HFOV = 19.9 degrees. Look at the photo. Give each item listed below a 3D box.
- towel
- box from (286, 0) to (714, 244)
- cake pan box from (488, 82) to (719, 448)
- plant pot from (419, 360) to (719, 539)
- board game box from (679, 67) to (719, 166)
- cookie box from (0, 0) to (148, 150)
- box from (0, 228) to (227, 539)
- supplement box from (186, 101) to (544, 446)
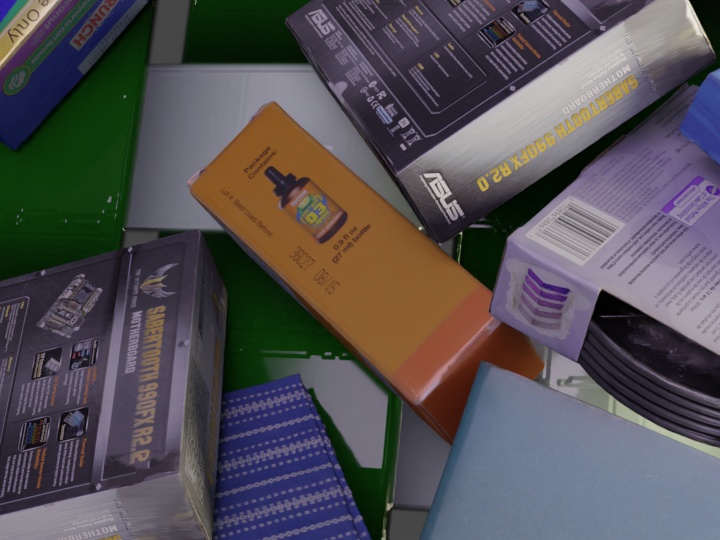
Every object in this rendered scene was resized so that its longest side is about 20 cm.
[{"bbox_3d":[-0.072,0.127,0.980,0.144,0.024,0.200,-15,32,-6],"label":"towel"},{"bbox_3d":[0.062,-0.116,1.024,0.158,0.048,0.200,-34,34,0],"label":"box"},{"bbox_3d":[0.183,0.005,0.954,0.183,0.053,0.200,28,40,21],"label":"cake pan box"},{"bbox_3d":[0.094,0.169,0.938,0.141,0.141,0.201,21,85,20],"label":"plant pot"},{"bbox_3d":[0.286,-0.050,0.956,0.199,0.043,0.199,-29,64,-35],"label":"board game box"},{"bbox_3d":[-0.217,-0.199,1.167,0.200,0.075,0.171,39,84,21],"label":"cookie box"},{"bbox_3d":[-0.150,0.071,1.021,0.157,0.049,0.201,-14,35,8],"label":"box"},{"bbox_3d":[0.000,0.000,1.031,0.067,0.069,0.200,-45,56,-4],"label":"supplement box"}]
